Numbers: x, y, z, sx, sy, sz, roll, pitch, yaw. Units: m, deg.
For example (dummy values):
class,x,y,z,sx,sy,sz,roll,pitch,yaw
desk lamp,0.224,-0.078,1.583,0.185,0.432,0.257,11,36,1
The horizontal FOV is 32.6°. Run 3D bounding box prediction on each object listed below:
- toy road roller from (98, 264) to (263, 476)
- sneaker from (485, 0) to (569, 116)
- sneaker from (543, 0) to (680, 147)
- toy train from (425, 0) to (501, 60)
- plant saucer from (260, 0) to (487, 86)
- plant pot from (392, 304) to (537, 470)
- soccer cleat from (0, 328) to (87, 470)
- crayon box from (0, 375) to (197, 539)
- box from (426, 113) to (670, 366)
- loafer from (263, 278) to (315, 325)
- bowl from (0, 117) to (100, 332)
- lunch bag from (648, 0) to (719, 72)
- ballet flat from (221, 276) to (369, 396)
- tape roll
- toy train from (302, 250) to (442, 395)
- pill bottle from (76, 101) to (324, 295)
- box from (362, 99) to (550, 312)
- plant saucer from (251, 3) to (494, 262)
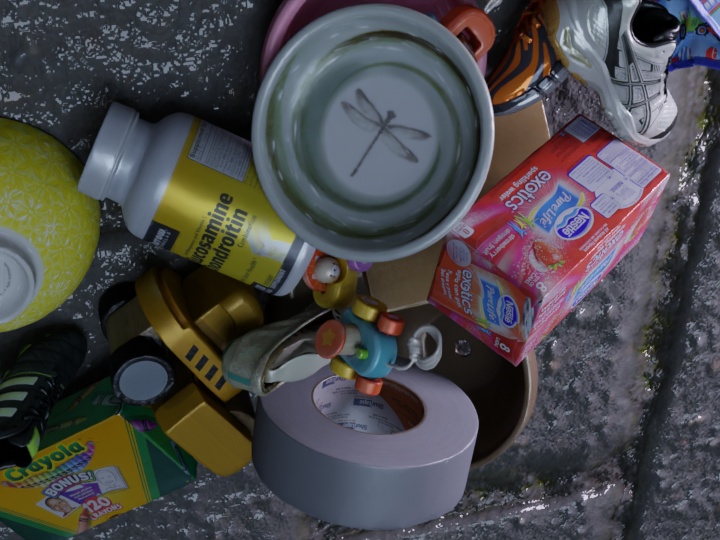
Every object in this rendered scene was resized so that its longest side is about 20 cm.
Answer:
class,x,y,z,sx,sy,sz,roll,pitch,yaw
toy road roller,-0.139,0.076,1.141,0.145,0.123,0.200,-35,126,6
sneaker,0.156,-0.234,1.061,0.200,0.078,0.112,-47,121,3
sneaker,0.232,-0.171,1.019,0.087,0.076,0.200,-24,146,27
toy train,0.068,-0.240,0.965,0.150,0.056,0.200,-39,122,0
plant saucer,0.008,-0.179,1.051,0.198,0.051,0.202,-9,121,-15
plant pot,0.087,0.089,1.216,0.199,0.093,0.203,6,105,24
soccer cleat,-0.304,0.130,1.100,0.200,0.081,0.068,-47,147,-37
crayon box,-0.270,0.185,1.188,0.199,0.059,0.119,-26,128,19
box,0.157,-0.028,1.030,0.200,0.099,0.096,-40,156,-33
loafer,-0.054,0.024,1.167,0.075,0.068,0.202,-4,125,-16
bowl,-0.314,-0.017,1.031,0.198,0.108,0.202,-9,125,-12
lunch bag,0.278,-0.288,1.014,0.151,0.094,0.200,-51,123,-18
ballet flat,-0.035,0.064,1.108,0.199,0.062,0.068,-27,126,-36
tape roll,0.003,0.146,1.104,0.198,0.201,0.067,1,116,-18
toy train,0.000,0.000,1.032,0.055,0.202,0.150,8,150,-37
pill bottle,-0.131,-0.065,1.040,0.198,0.112,0.113,23,116,-11
box,0.089,-0.060,1.128,0.198,0.021,0.165,-12,88,-9
plant saucer,0.012,-0.108,0.983,0.198,0.050,0.203,1,92,17
